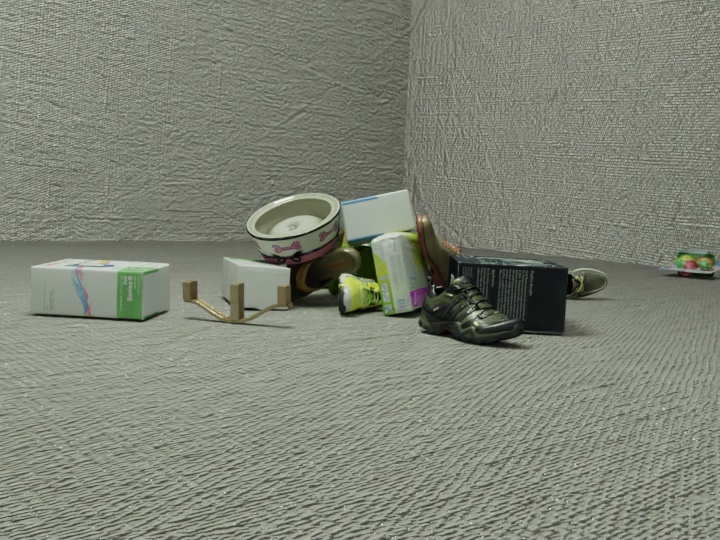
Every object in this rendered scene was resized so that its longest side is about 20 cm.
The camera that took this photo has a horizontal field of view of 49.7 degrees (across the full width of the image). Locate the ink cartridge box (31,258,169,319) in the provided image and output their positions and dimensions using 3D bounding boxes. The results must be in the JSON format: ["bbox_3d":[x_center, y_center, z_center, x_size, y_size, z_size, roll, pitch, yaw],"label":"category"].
[{"bbox_3d":[-0.450,0.031,1.359,0.198,0.089,0.145,1,5,5],"label":"ink cartridge box"}]

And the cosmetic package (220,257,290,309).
[{"bbox_3d":[-0.215,0.025,1.571,0.106,0.086,0.200,4,3,-20],"label":"cosmetic package"}]

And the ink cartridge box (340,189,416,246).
[{"bbox_3d":[0.035,-0.109,1.660,0.143,0.085,0.200,-12,-1,-1],"label":"ink cartridge box"}]

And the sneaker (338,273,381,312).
[{"bbox_3d":[0.002,0.043,1.537,0.076,0.076,0.200,2,6,12],"label":"sneaker"}]

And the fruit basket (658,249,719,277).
[{"bbox_3d":[1.217,-0.022,2.847,0.184,0.095,0.199,7,10,41],"label":"fruit basket"}]

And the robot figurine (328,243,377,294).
[{"bbox_3d":[0.000,0.000,1.776,0.174,0.117,0.199,-5,9,-43],"label":"robot figurine"}]

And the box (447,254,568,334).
[{"bbox_3d":[0.264,0.040,1.440,0.194,0.125,0.200,5,5,1],"label":"box"}]

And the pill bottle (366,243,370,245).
[{"bbox_3d":[0.058,-0.022,2.084,0.112,0.114,0.199,7,6,41],"label":"pill bottle"}]

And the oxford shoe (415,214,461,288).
[{"bbox_3d":[0.162,-0.043,1.562,0.074,0.071,0.201,-16,-44,12],"label":"oxford shoe"}]

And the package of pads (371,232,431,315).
[{"bbox_3d":[0.091,0.000,1.564,0.068,0.156,0.200,-11,0,20],"label":"package of pads"}]

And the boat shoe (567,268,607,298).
[{"bbox_3d":[0.519,0.036,1.929,0.199,0.073,0.060,-4,7,1],"label":"boat shoe"}]

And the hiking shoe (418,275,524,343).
[{"bbox_3d":[0.176,0.060,1.267,0.199,0.102,0.075,7,7,42],"label":"hiking shoe"}]

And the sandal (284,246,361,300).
[{"bbox_3d":[-0.091,0.011,1.583,0.198,0.081,0.054,-21,24,21],"label":"sandal"}]

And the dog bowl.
[{"bbox_3d":[-0.131,-0.083,1.599,0.198,0.074,0.201,-9,29,5],"label":"dog bowl"}]

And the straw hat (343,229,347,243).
[{"bbox_3d":[-0.068,-0.010,1.986,0.085,0.202,0.201,46,-15,-24],"label":"straw hat"}]

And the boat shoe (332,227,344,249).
[{"bbox_3d":[-0.116,-0.043,1.693,0.199,0.067,0.074,-16,28,-33],"label":"boat shoe"}]

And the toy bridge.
[{"bbox_3d":[-0.208,0.054,1.320,0.198,0.068,0.027,3,5,16],"label":"toy bridge"}]
